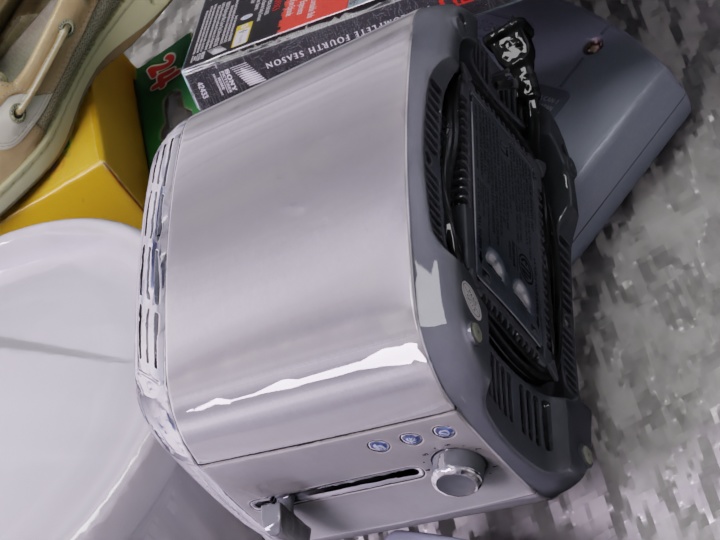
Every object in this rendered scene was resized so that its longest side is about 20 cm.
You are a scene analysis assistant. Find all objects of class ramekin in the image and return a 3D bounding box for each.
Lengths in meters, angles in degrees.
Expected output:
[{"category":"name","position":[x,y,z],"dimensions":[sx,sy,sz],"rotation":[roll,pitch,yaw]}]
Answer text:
[{"category":"ramekin","position":[-0.123,0.086,0.993],"dimensions":[0.202,0.094,0.203],"rotation":[-23,41,22]}]

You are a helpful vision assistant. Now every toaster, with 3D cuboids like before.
[{"category":"toaster","position":[0.000,0.000,0.913],"dimensions":[0.129,0.114,0.201],"rotation":[-19,49,23]}]

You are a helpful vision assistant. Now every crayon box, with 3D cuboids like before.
[{"category":"crayon box","position":[-0.161,-0.037,1.184],"dimensions":[0.199,0.051,0.127],"rotation":[-30,38,12]}]

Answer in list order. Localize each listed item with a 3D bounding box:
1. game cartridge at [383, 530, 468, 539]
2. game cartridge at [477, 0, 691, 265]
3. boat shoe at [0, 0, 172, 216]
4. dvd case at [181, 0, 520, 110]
[{"category":"game cartridge","position":[0.044,0.159,0.827],"dimensions":[0.133,0.041,0.200],"rotation":[-51,39,-9]},{"category":"game cartridge","position":[0.032,-0.054,1.052],"dimensions":[0.200,0.040,0.134],"rotation":[22,72,49]},{"category":"boat shoe","position":[-0.147,-0.093,1.134],"dimensions":[0.073,0.063,0.201],"rotation":[20,65,48]},{"category":"dvd case","position":[0.034,-0.124,1.010],"dimensions":[0.199,0.022,0.146],"rotation":[-20,22,11]}]
